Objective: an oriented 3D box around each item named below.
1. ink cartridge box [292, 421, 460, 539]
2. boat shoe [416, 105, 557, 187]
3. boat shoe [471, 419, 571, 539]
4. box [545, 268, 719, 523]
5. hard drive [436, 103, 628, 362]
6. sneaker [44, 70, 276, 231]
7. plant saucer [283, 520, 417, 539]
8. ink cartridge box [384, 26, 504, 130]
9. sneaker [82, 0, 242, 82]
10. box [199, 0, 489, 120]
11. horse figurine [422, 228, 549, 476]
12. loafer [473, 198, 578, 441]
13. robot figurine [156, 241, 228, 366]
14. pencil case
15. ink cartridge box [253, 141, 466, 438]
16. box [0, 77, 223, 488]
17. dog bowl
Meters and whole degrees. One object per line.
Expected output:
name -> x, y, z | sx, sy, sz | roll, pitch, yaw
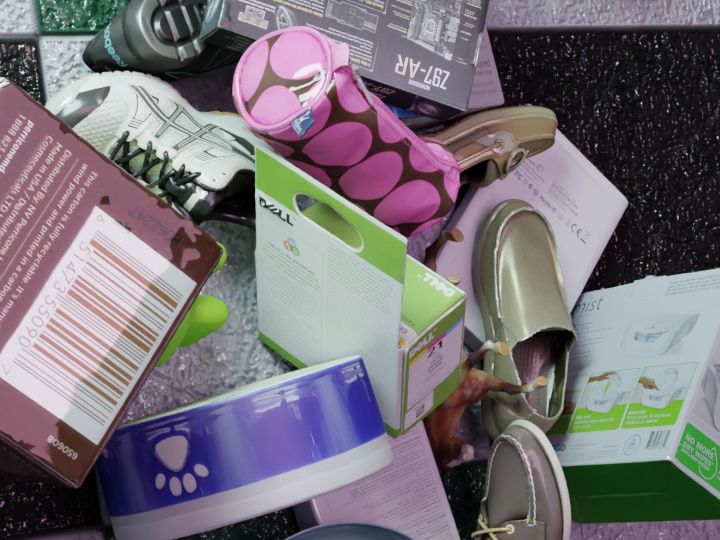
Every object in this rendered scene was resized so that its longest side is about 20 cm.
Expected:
ink cartridge box -> 0.005, 0.168, 1.433 | 0.119, 0.042, 0.201 | -20, 91, -33
boat shoe -> 0.074, -0.079, 1.488 | 0.200, 0.073, 0.063 | -15, 75, -28
boat shoe -> 0.120, 0.216, 1.458 | 0.059, 0.072, 0.201 | -18, 115, -35
box -> 0.234, 0.101, 1.498 | 0.097, 0.200, 0.177 | 36, 64, -24
hard drive -> 0.135, -0.021, 1.557 | 0.132, 0.026, 0.201 | 42, 63, -21
sneaker -> -0.132, -0.079, 1.336 | 0.199, 0.076, 0.088 | 11, 40, -36
plant saucer -> -0.014, 0.281, 1.377 | 0.199, 0.027, 0.202 | -1, 95, -15
ink cartridge box -> 0.019, -0.211, 1.461 | 0.144, 0.084, 0.201 | -13, 89, -49
sneaker -> -0.125, -0.182, 1.391 | 0.200, 0.079, 0.076 | -17, 86, -54
box -> -0.002, -0.215, 1.357 | 0.199, 0.043, 0.161 | 16, 78, -20
horse figurine -> 0.060, 0.050, 1.452 | 0.050, 0.132, 0.201 | -31, 88, -40
loafer -> 0.137, 0.040, 1.491 | 0.075, 0.068, 0.202 | 4, 80, -33
robot figurine -> -0.192, 0.006, 1.285 | 0.199, 0.115, 0.177 | 7, 72, -32
pencil case -> -0.002, -0.094, 1.328 | 0.200, 0.093, 0.091 | 35, 35, -53
ink cartridge box -> 0.000, 0.000, 1.336 | 0.076, 0.147, 0.201 | -37, 147, -32
box -> -0.217, 0.012, 1.089 | 0.164, 0.200, 0.167 | 38, 70, -22
dog bowl -> -0.082, 0.123, 1.288 | 0.199, 0.200, 0.079 | -16, 89, -34
